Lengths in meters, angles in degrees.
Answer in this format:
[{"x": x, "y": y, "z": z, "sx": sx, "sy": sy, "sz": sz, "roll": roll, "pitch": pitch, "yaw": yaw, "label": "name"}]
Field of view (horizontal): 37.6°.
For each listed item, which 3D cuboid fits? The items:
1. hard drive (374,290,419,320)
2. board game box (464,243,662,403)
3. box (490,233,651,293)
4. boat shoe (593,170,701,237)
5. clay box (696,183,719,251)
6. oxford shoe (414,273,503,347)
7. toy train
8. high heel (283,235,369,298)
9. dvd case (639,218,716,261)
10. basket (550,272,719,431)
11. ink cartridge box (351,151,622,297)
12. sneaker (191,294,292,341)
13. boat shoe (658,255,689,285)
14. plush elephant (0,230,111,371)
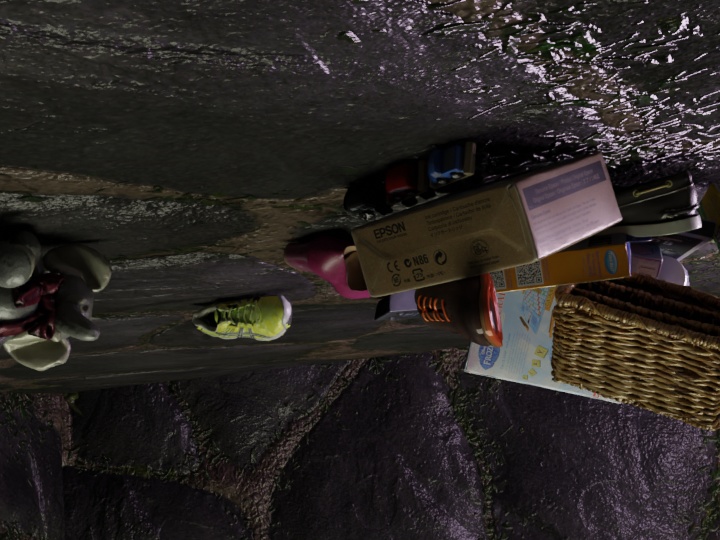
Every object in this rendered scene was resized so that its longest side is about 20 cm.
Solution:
[{"x": 0.132, "y": 0.059, "z": 1.883, "sx": 0.198, "sy": 0.043, "sz": 0.135, "roll": -3, "pitch": 171, "yaw": -12, "label": "hard drive"}, {"x": 0.240, "y": 0.049, "z": 1.274, "sx": 0.198, "sy": 0.201, "sz": 0.041, "roll": 12, "pitch": -154, "yaw": 5, "label": "board game box"}, {"x": 0.211, "y": -0.012, "z": 1.132, "sx": 0.198, "sy": 0.042, "sz": 0.119, "roll": -5, "pitch": -171, "yaw": 16, "label": "box"}, {"x": 0.258, "y": -0.067, "z": 1.103, "sx": 0.200, "sy": 0.061, "sz": 0.071, "roll": -2, "pitch": -169, "yaw": 43, "label": "boat shoe"}, {"x": 0.462, "y": -0.010, "z": 1.151, "sx": 0.114, "sy": 0.201, "sz": 0.048, "roll": -2, "pitch": 142, "yaw": -17, "label": "clay box"}, {"x": 0.091, "y": 0.039, "z": 1.001, "sx": 0.072, "sy": 0.072, "sz": 0.200, "roll": -10, "pitch": -177, "yaw": -1, "label": "oxford shoe"}, {"x": 0.046, "y": -0.083, "z": 0.985, "sx": 0.046, "sy": 0.034, "sz": 0.199, "roll": 16, "pitch": 162, "yaw": -32, "label": "toy train"}, {"x": 0.000, "y": 0.000, "z": 1.341, "sx": 0.096, "sy": 0.068, "sz": 0.199, "roll": 1, "pitch": 174, "yaw": 40, "label": "high heel"}, {"x": 0.321, "y": -0.046, "z": 1.251, "sx": 0.149, "sy": 0.025, "sz": 0.200, "roll": 13, "pitch": 174, "yaw": 6, "label": "dvd case"}, {"x": 0.316, "y": 0.053, "z": 1.133, "sx": 0.199, "sy": 0.143, "sz": 0.150, "roll": 16, "pitch": 142, "yaw": 22, "label": "basket"}, {"x": 0.118, "y": -0.043, "z": 1.003, "sx": 0.199, "sy": 0.076, "sz": 0.164, "roll": -15, "pitch": -174, "yaw": 42, "label": "ink cartridge box"}, {"x": -0.196, "y": 0.083, "z": 1.749, "sx": 0.199, "sy": 0.076, "sz": 0.076, "roll": -14, "pitch": 168, "yaw": 37, "label": "sneaker"}, {"x": 0.309, "y": 0.011, "z": 1.324, "sx": 0.199, "sy": 0.074, "sz": 0.065, "roll": 12, "pitch": 171, "yaw": 26, "label": "boat shoe"}, {"x": -0.351, "y": 0.039, "z": 1.147, "sx": 0.154, "sy": 0.166, "sz": 0.200, "roll": 17, "pitch": -170, "yaw": -32, "label": "plush elephant"}]
